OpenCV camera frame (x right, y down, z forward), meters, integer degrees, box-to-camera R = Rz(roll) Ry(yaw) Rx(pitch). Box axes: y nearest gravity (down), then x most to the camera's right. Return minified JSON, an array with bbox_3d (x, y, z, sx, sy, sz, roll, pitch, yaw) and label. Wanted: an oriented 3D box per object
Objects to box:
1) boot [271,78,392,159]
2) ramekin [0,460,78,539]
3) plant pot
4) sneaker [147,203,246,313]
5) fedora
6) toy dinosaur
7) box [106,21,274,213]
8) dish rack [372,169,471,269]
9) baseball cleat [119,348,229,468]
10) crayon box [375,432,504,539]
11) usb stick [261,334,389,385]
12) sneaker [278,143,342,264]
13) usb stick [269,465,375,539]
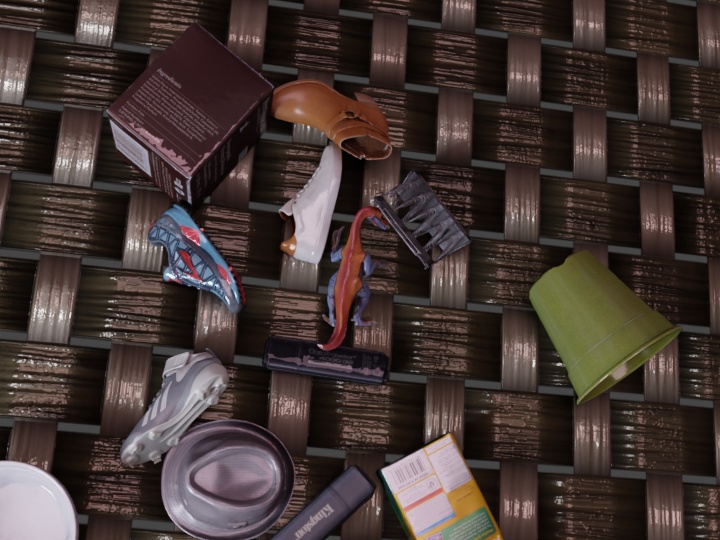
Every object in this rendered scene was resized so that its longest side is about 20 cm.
[{"bbox_3d":[-0.048,-0.237,1.463,0.198,0.074,0.155,-1,38,-13],"label":"boot"},{"bbox_3d":[-0.484,0.365,1.250,0.198,0.105,0.202,3,74,-9],"label":"ramekin"},{"bbox_3d":[0.368,0.077,1.447,0.199,0.200,0.191,-30,71,-16],"label":"plant pot"},{"bbox_3d":[-0.255,-0.002,1.412,0.095,0.079,0.200,-38,76,-7],"label":"sneaker"},{"bbox_3d":[-0.191,0.303,1.325,0.198,0.090,0.179,7,74,-8],"label":"fedora"},{"bbox_3d":[0.000,0.000,1.406,0.104,0.200,0.183,7,117,-1],"label":"toy dinosaur"},{"bbox_3d":[-0.260,-0.232,1.414,0.164,0.166,0.200,39,73,3],"label":"box"},{"bbox_3d":[0.095,-0.079,1.433,0.054,0.200,0.154,-41,86,18],"label":"dish rack"},{"bbox_3d":[-0.284,0.199,1.357,0.200,0.070,0.107,-39,51,-5],"label":"baseball cleat"},{"bbox_3d":[0.124,0.366,1.385,0.125,0.052,0.201,-24,80,-15],"label":"crayon box"},{"bbox_3d":[-0.054,0.140,1.423,0.198,0.033,0.056,9,67,-7],"label":"usb stick"},{"bbox_3d":[-0.082,-0.117,1.463,0.084,0.073,0.202,15,75,-8],"label":"sneaker"},{"bbox_3d":[-0.063,0.370,1.352,0.200,0.033,0.056,-39,86,-17],"label":"usb stick"}]
